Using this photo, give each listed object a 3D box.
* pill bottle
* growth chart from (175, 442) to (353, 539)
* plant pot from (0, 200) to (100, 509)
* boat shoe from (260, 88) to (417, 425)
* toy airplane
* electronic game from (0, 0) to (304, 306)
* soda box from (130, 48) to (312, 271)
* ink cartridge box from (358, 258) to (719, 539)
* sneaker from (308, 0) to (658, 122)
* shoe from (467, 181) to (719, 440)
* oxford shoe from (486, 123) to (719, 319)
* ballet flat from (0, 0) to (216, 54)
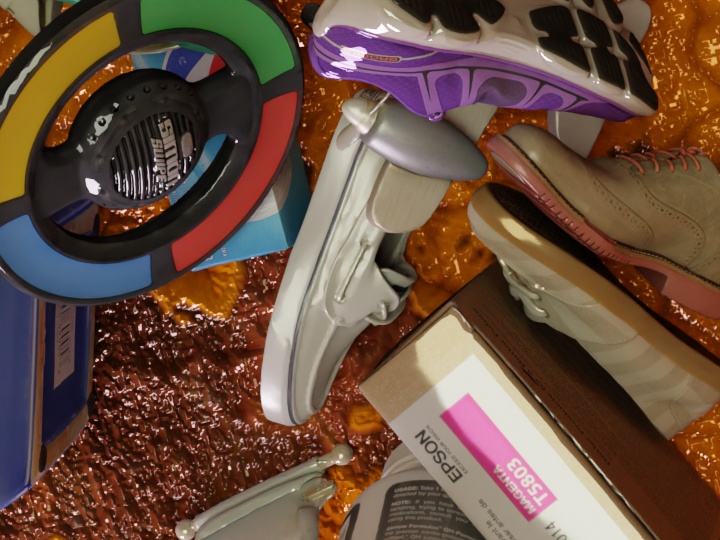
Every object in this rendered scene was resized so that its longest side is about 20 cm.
[{"bbox_3d":[0.036,0.177,1.297,0.111,0.200,0.111,5,125,8],"label":"pill bottle"},{"bbox_3d":[-0.073,0.193,1.356,0.145,0.200,0.018,-24,126,25],"label":"growth chart"},{"bbox_3d":[-0.251,0.029,1.362,0.180,0.200,0.200,5,101,7],"label":"plant pot"},{"bbox_3d":[0.000,0.000,1.353,0.066,0.072,0.200,21,97,15],"label":"boat shoe"},{"bbox_3d":[0.065,-0.139,1.268,0.199,0.141,0.200,-19,81,-2],"label":"toy airplane"},{"bbox_3d":[-0.114,-0.067,1.242,0.042,0.200,0.200,43,111,38],"label":"electronic game"},{"bbox_3d":[-0.084,-0.106,1.353,0.064,0.068,0.200,-13,97,17],"label":"soda box"},{"bbox_3d":[0.104,0.098,1.291,0.075,0.165,0.200,-40,88,18],"label":"ink cartridge box"},{"bbox_3d":[0.060,-0.110,1.188,0.083,0.200,0.081,-46,44,40],"label":"sneaker"},{"bbox_3d":[0.123,0.025,1.283,0.200,0.070,0.053,38,102,-28],"label":"shoe"},{"bbox_3d":[0.144,-0.043,1.261,0.075,0.200,0.070,-53,46,11],"label":"oxford shoe"},{"bbox_3d":[-0.153,-0.155,1.296,0.200,0.067,0.070,15,118,16],"label":"ballet flat"}]
